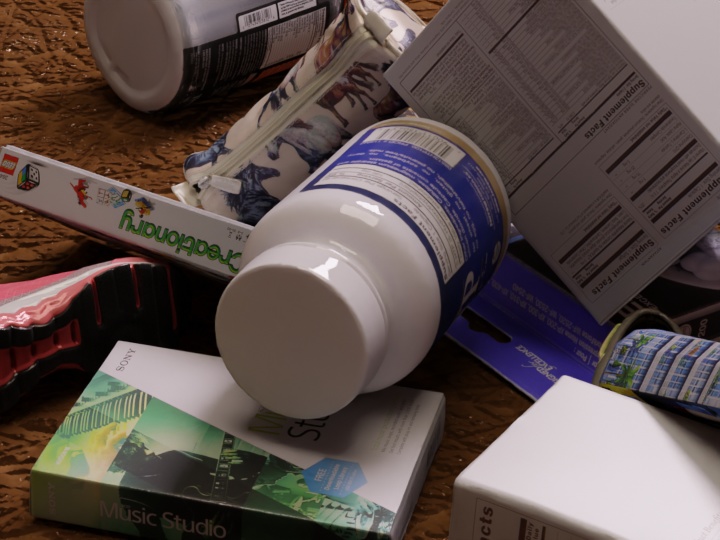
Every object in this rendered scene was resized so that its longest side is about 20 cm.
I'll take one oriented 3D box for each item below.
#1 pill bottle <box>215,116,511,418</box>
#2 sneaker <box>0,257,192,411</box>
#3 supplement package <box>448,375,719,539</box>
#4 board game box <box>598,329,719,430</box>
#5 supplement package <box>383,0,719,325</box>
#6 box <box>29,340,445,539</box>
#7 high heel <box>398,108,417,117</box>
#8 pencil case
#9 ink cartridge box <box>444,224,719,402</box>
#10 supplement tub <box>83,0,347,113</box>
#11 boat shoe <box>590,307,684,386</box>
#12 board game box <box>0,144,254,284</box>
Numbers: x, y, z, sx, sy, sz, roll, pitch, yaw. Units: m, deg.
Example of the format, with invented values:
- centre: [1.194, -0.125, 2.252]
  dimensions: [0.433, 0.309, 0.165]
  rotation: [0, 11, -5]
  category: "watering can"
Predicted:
- centre: [0.000, 0.000, 1.215]
  dimensions: [0.119, 0.121, 0.200]
  rotation: [13, 27, 19]
  category: "pill bottle"
- centre: [-0.192, 0.027, 1.270]
  dimensions: [0.199, 0.074, 0.087]
  rotation: [-17, 30, -35]
  category: "sneaker"
- centre: [0.151, 0.151, 1.019]
  dimensions: [0.199, 0.118, 0.117]
  rotation: [19, 33, 26]
  category: "supplement package"
- centre: [0.253, 0.077, 1.054]
  dimensions: [0.199, 0.062, 0.199]
  rotation: [26, -9, -27]
  category: "board game box"
- centre: [0.153, -0.109, 1.290]
  dimensions: [0.200, 0.151, 0.152]
  rotation: [49, 42, 5]
  category: "supplement package"
- centre: [-0.064, 0.100, 1.183]
  dimensions: [0.198, 0.037, 0.145]
  rotation: [7, 28, 11]
  category: "box"
- centre: [-0.007, -0.081, 1.464]
  dimensions: [0.199, 0.072, 0.142]
  rotation: [2, 23, 38]
  category: "high heel"
- centre: [-0.030, -0.099, 1.392]
  dimensions: [0.078, 0.200, 0.089]
  rotation: [53, 30, 8]
  category: "pencil case"
- centre: [0.135, 0.002, 1.375]
  dimensions: [0.199, 0.044, 0.198]
  rotation: [-18, 35, -31]
  category: "ink cartridge box"
- centre: [-0.101, -0.202, 1.648]
  dimensions: [0.122, 0.123, 0.199]
  rotation: [25, 35, 36]
  category: "supplement tub"
- centre: [0.152, 0.092, 1.188]
  dimensions: [0.071, 0.061, 0.202]
  rotation: [8, 29, 5]
  category: "boat shoe"
- centre: [-0.117, -0.023, 1.340]
  dimensions: [0.199, 0.035, 0.126]
  rotation: [19, -4, 28]
  category: "board game box"
